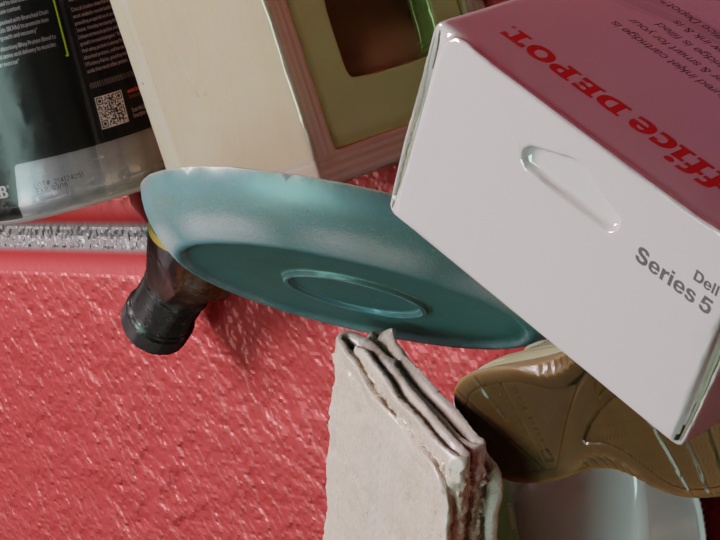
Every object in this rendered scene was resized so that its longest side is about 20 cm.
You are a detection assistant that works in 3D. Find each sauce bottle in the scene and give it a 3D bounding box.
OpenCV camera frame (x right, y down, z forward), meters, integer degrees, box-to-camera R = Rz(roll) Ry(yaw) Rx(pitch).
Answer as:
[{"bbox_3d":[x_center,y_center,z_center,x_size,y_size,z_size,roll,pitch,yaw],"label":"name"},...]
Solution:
[{"bbox_3d":[-0.076,-0.026,1.082,0.066,0.066,0.200,52,135,18],"label":"sauce bottle"}]

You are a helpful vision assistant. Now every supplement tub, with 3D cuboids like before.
[{"bbox_3d":[-0.174,-0.134,1.098,0.122,0.122,0.202,-1,106,48],"label":"supplement tub"}]

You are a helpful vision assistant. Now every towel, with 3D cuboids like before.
[{"bbox_3d":[0.019,0.136,0.921,0.133,0.034,0.201,-130,40,-54],"label":"towel"}]

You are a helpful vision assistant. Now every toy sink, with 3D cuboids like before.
[{"bbox_3d":[-0.031,-0.139,0.934,0.112,0.130,0.201,-13,96,49],"label":"toy sink"}]

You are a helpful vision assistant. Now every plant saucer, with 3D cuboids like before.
[{"bbox_3d":[0.000,0.000,0.882,0.199,0.199,0.028,0,72,47],"label":"plant saucer"}]

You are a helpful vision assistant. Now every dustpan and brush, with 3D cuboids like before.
[{"bbox_3d":[0.124,0.140,0.957,0.139,0.057,0.201,-20,85,58],"label":"dustpan and brush"}]

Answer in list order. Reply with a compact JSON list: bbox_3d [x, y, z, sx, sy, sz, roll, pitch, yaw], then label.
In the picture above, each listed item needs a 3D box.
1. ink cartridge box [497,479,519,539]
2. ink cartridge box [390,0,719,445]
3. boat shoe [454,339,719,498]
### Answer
[{"bbox_3d":[0.024,0.189,1.020,0.200,0.048,0.147,143,122,-60],"label":"ink cartridge box"},{"bbox_3d":[0.132,-0.041,0.744,0.145,0.199,0.084,40,132,29],"label":"ink cartridge box"},{"bbox_3d":[0.118,0.045,0.820,0.200,0.065,0.073,-13,104,57],"label":"boat shoe"}]
